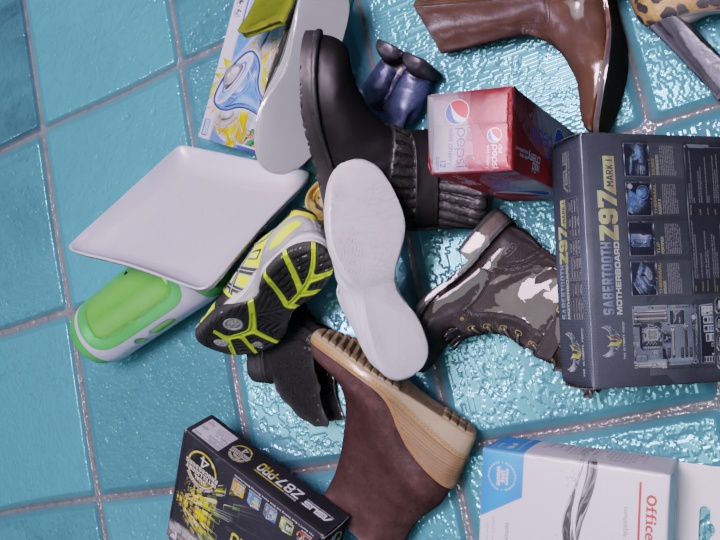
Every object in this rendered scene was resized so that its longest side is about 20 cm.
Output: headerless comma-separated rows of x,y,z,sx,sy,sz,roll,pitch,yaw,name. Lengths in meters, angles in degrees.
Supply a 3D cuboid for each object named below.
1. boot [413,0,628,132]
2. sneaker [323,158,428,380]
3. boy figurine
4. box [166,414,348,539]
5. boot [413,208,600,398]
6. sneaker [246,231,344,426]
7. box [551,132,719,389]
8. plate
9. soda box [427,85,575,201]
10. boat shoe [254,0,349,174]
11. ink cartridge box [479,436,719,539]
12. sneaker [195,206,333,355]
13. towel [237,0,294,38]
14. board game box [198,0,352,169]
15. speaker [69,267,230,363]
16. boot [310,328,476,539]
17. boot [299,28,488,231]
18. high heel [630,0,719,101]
0.144,-0.214,0.737,0.200,0.064,0.187,4,89,31,boot
0.000,0.000,0.717,0.088,0.075,0.200,-170,66,-68,sneaker
0.000,-0.133,0.807,0.124,0.064,0.200,35,102,21,boy figurine
-0.117,0.273,0.841,0.200,0.049,0.161,30,121,26,box
0.146,0.058,0.721,0.174,0.069,0.200,38,110,19,boot
-0.066,0.061,0.840,0.104,0.060,0.200,5,94,27,sneaker
0.239,-0.008,0.632,0.158,0.051,0.200,-2,86,-16,box
-0.182,-0.057,0.861,0.200,0.200,0.032,14,138,28,plate
0.126,-0.099,0.660,0.070,0.200,0.063,1,89,29,soda box
-0.061,-0.194,0.804,0.071,0.064,0.200,18,92,-17,boat shoe
0.209,0.217,0.679,0.200,0.068,0.116,1,89,28,ink cartridge box
-0.095,0.017,0.791,0.200,0.075,0.076,-39,37,31,sneaker
-0.067,-0.338,0.822,0.086,0.018,0.200,4,69,55,towel
-0.096,-0.227,0.877,0.135,0.034,0.200,19,97,27,board game box
-0.249,0.034,0.922,0.200,0.088,0.089,-31,74,24,speaker
-0.002,0.172,0.780,0.200,0.072,0.166,36,106,12,boot
0.033,-0.128,0.726,0.158,0.079,0.211,-9,118,6,boot
0.323,-0.256,0.631,0.200,0.071,0.143,-43,76,30,high heel
